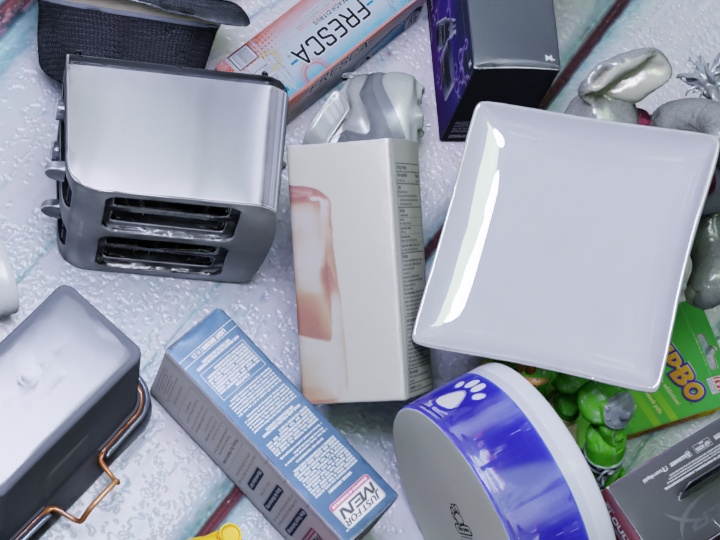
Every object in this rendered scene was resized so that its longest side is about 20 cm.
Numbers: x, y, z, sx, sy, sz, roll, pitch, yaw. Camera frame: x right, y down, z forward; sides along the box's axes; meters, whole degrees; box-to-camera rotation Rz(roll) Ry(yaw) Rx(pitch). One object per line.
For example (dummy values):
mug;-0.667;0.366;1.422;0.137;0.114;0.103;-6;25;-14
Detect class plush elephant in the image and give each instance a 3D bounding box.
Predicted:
plush elephant;0.222;-0.090;1.712;0.155;0.165;0.200;1;60;-9

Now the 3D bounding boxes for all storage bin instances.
storage bin;-0.241;0.114;1.613;0.146;0.134;0.200;42;67;6

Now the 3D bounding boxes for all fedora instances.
fedora;-0.192;-0.185;1.745;0.200;0.201;0.092;9;96;-9

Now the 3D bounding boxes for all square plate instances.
square plate;0.156;-0.019;1.636;0.198;0.028;0.200;11;77;25

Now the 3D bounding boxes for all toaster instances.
toaster;-0.145;-0.078;1.690;0.200;0.181;0.119;5;70;-9

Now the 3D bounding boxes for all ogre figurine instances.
ogre figurine;0.153;0.071;1.700;0.098;0.120;0.200;-9;70;-15

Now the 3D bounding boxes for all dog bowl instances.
dog bowl;0.106;0.175;1.631;0.079;0.200;0.200;-25;76;-18

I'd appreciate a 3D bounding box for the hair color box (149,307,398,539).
hair color box;-0.068;0.131;1.663;0.061;0.100;0.200;-40;82;-23

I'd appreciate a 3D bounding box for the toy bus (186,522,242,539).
toy bus;-0.095;0.284;1.577;0.192;0.136;0.200;-20;75;-19

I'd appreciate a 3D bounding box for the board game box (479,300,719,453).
board game box;0.205;0.092;1.781;0.200;0.030;0.096;-16;73;-15

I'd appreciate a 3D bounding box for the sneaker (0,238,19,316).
sneaker;-0.352;-0.043;1.685;0.115;0.074;0.200;-19;75;-22

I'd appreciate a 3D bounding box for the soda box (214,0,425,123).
soda box;-0.035;-0.189;1.817;0.200;0.068;0.064;-40;82;-23

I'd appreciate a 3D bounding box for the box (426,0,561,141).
box;0.106;-0.227;1.824;0.079;0.141;0.200;1;68;-13

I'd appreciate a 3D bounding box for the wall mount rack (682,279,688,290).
wall mount rack;0.196;-0.035;1.804;0.200;0.075;0.174;30;66;1

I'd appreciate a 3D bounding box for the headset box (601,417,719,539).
headset box;0.239;0.181;1.658;0.149;0.200;0.075;-28;77;-20

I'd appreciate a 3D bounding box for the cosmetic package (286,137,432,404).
cosmetic package;0.000;0.000;1.685;0.087;0.103;0.200;-3;90;15

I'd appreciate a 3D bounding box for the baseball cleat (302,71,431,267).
baseball cleat;0.003;-0.069;1.789;0.106;0.070;0.200;2;65;5
